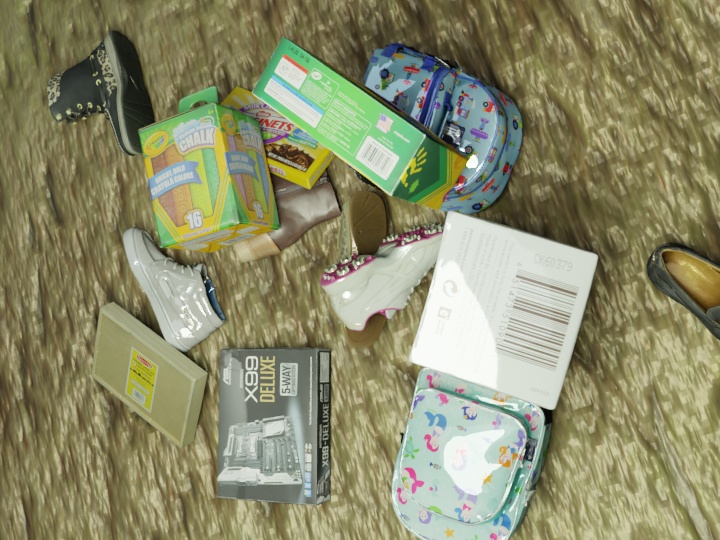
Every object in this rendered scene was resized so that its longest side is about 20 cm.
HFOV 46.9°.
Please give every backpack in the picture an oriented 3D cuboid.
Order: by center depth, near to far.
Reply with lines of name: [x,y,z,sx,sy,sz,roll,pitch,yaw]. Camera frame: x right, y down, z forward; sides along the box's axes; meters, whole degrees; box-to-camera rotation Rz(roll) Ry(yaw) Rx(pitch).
backpack: [0.125,0.230,0.983,0.174,0.150,0.205,17,96,22]
backpack: [0.096,-0.170,1.040,0.197,0.134,0.186,25,95,20]

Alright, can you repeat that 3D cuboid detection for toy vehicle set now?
toy vehicle set: [-0.311,0.151,1.206,0.198,0.026,0.127,32,121,22]

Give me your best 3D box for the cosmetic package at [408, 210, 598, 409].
cosmetic package: [0.158,0.040,0.938,0.161,0.200,0.169,17,91,9]

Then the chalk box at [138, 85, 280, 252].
chalk box: [-0.200,-0.139,1.087,0.122,0.123,0.205,-16,84,20]

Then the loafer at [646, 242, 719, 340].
loafer: [0.406,0.038,0.919,0.198,0.072,0.074,33,96,21]

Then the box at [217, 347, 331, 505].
box: [-0.118,0.208,1.133,0.154,0.050,0.206,-2,84,23]

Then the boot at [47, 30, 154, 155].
boot: [-0.406,-0.250,1.292,0.151,0.073,0.208,-22,73,22]

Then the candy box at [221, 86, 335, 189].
candy box: [-0.125,-0.190,1.165,0.197,0.027,0.103,24,60,22]

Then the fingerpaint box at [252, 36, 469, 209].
fingerpaint box: [0.006,-0.158,0.912,0.199,0.166,0.074,38,102,20]

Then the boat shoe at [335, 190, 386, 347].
boat shoe: [0.000,0.000,1.103,0.072,0.062,0.206,7,82,-22]

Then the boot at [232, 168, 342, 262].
boot: [-0.128,-0.124,1.177,0.164,0.072,0.203,-27,71,4]

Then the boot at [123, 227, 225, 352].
boot: [-0.267,0.010,1.212,0.094,0.073,0.203,-29,82,11]

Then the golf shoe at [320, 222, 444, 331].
golf shoe: [0.046,0.005,1.056,0.196,0.075,0.093,-25,104,-14]
